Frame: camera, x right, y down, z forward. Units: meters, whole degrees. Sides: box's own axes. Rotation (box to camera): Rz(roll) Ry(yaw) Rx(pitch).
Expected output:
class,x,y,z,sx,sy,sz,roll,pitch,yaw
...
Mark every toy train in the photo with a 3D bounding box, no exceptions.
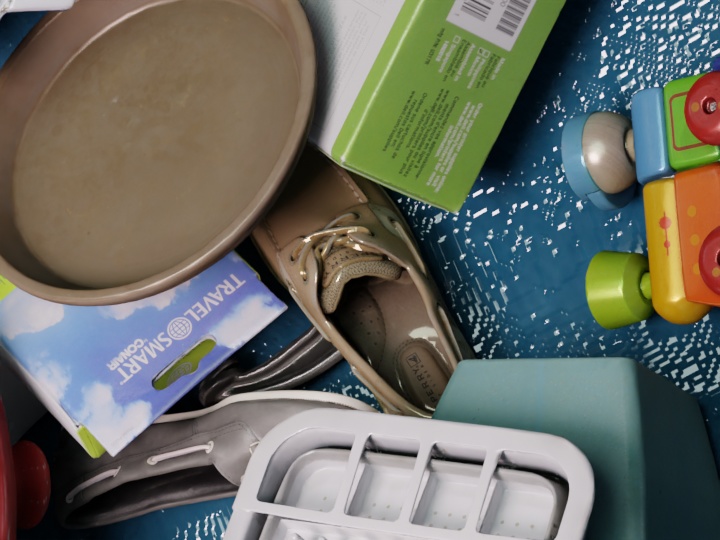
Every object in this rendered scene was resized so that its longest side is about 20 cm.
class,x,y,z,sx,sy,sz,roll,pitch,yaw
toy train,0.156,0.008,1.225,0.115,0.084,0.201,-11,78,37

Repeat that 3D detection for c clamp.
class,x,y,z,sx,sy,sz,roll,pitch,yaw
c clamp,-0.088,-0.007,1.378,0.171,0.027,0.200,-42,67,2

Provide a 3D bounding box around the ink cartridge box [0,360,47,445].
class,x,y,z,sx,sy,sz,roll,pitch,yaw
ink cartridge box,-0.267,0.021,1.444,0.148,0.086,0.200,-46,64,15

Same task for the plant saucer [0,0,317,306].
class,x,y,z,sx,sy,sz,roll,pitch,yaw
plant saucer,-0.105,-0.069,1.297,0.199,0.029,0.201,-14,58,23

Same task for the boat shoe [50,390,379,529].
class,x,y,z,sx,sy,sz,roll,pitch,yaw
boat shoe,-0.075,0.100,1.337,0.199,0.067,0.057,-8,64,35

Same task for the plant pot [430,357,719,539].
class,x,y,z,sx,sy,sz,roll,pitch,yaw
plant pot,0.094,0.146,1.205,0.141,0.141,0.201,-1,75,28

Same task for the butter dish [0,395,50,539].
class,x,y,z,sx,sy,sz,roll,pitch,yaw
butter dish,-0.224,0.109,1.298,0.200,0.147,0.200,-32,65,55

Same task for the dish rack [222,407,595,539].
class,x,y,z,sx,sy,sz,roll,pitch,yaw
dish rack,0.009,0.161,1.126,0.171,0.044,0.201,5,61,30

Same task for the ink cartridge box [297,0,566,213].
class,x,y,z,sx,sy,sz,roll,pitch,yaw
ink cartridge box,0.010,-0.136,1.329,0.148,0.076,0.200,-63,31,7

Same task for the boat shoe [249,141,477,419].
class,x,y,z,sx,sy,sz,roll,pitch,yaw
boat shoe,0.000,0.000,1.303,0.071,0.065,0.200,-37,71,-3

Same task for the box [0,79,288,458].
class,x,y,z,sx,sy,sz,roll,pitch,yaw
box,-0.142,0.000,1.339,0.122,0.048,0.200,-41,66,-13

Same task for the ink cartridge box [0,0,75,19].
class,x,y,z,sx,sy,sz,roll,pitch,yaw
ink cartridge box,-0.172,-0.186,1.380,0.200,0.040,0.201,-155,83,-72
